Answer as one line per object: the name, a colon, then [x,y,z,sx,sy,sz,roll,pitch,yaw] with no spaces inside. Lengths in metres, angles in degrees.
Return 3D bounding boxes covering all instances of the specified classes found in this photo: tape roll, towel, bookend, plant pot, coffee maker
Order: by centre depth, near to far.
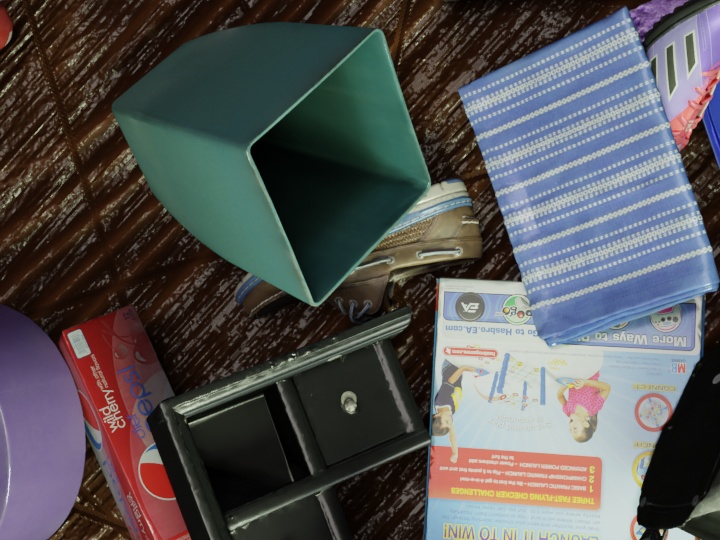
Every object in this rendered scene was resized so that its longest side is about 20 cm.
coffee maker: [0.296,0.170,0.872,0.198,0.135,0.194,30,97,-6]
towel: [0.155,-0.060,0.905,0.144,0.024,0.203,-21,85,35]
bookend: [-0.027,0.159,0.942,0.196,0.092,0.202,-19,83,-19]
plant pot: [-0.080,-0.093,0.959,0.198,0.142,0.141,18,53,40]
tape roll: [-0.313,0.129,1.002,0.198,0.085,0.203,2,95,30]

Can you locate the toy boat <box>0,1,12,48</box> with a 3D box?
toy boat: [-0.374,-0.159,1.077,0.198,0.131,0.132,-26,110,7]

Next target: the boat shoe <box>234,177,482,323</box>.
boat shoe: [0.000,0.000,0.997,0.198,0.072,0.073,-25,80,7]

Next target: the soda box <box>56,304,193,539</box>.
soda box: [-0.168,0.134,1.004,0.063,0.070,0.202,-20,77,-26]

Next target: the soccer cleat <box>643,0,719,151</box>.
soccer cleat: [0.218,-0.119,0.909,0.067,0.200,0.074,-8,67,-26]

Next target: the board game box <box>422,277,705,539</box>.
board game box: [0.151,0.110,0.964,0.197,0.056,0.199,3,84,11]

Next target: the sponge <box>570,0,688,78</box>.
sponge: [0.243,-0.185,0.954,0.198,0.112,0.030,-29,77,6]

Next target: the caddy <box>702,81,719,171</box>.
caddy: [0.328,-0.098,0.934,0.140,0.104,0.203,-23,76,30]
